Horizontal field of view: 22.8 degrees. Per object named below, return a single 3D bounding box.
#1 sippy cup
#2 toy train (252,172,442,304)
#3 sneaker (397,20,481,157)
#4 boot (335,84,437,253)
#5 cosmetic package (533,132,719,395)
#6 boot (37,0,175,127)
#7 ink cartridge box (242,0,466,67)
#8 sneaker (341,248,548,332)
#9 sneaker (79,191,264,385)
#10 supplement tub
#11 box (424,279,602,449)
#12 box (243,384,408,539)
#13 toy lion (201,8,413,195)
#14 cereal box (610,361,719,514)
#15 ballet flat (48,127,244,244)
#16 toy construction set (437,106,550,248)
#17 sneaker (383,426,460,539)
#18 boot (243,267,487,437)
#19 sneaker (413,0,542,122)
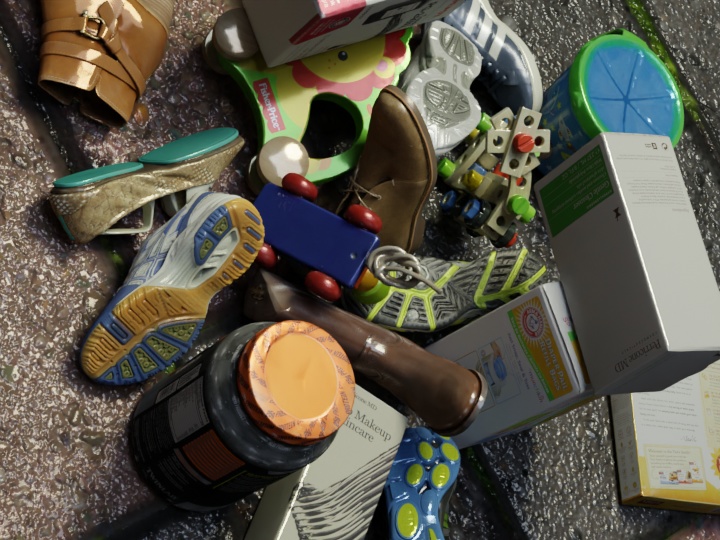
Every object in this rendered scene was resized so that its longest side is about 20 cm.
[{"bbox_3d":[0.236,-0.152,1.820,0.178,0.130,0.140,-35,93,-38],"label":"sippy cup"},{"bbox_3d":[0.000,0.000,1.564,0.200,0.116,0.085,27,80,25],"label":"toy train"},{"bbox_3d":[0.063,-0.151,1.715,0.078,0.099,0.200,34,35,-10],"label":"sneaker"},{"bbox_3d":[0.018,-0.077,1.620,0.075,0.200,0.074,-27,52,-27],"label":"boot"},{"bbox_3d":[0.232,-0.005,1.521,0.085,0.108,0.200,1,64,-33],"label":"cosmetic package"},{"bbox_3d":[-0.261,-0.228,1.569,0.200,0.074,0.155,26,63,-19],"label":"boot"},{"bbox_3d":[0.014,-0.262,1.585,0.200,0.145,0.084,-19,86,-24],"label":"ink cartridge box"},{"bbox_3d":[0.075,0.027,1.681,0.199,0.076,0.076,-2,74,-19],"label":"sneaker"},{"bbox_3d":[-0.168,0.015,1.528,0.200,0.088,0.075,-46,123,-13],"label":"sneaker"},{"bbox_3d":[-0.095,0.116,1.450,0.122,0.200,0.123,13,64,-29],"label":"supplement tub"},{"bbox_3d":[0.162,0.081,1.630,0.112,0.200,0.102,-12,77,-36],"label":"box"},{"bbox_3d":[-0.035,0.198,1.537,0.082,0.068,0.200,33,57,-18],"label":"box"},{"bbox_3d":[-0.036,-0.185,1.657,0.191,0.069,0.201,-17,86,-17],"label":"toy lion"},{"bbox_3d":[0.318,0.141,1.808,0.144,0.040,0.201,10,65,-30],"label":"cereal box"},{"bbox_3d":[-0.183,-0.071,1.568,0.200,0.070,0.065,-21,110,-34],"label":"ballet flat"},{"bbox_3d":[0.134,-0.096,1.707,0.092,0.200,0.131,35,88,-6],"label":"toy construction set"},{"bbox_3d":[0.048,0.224,1.583,0.071,0.083,0.200,7,51,-5],"label":"sneaker"},{"bbox_3d":[-0.003,0.066,1.556,0.200,0.186,0.064,31,84,-22],"label":"boot"},{"bbox_3d":[0.105,-0.229,1.809,0.084,0.075,0.200,-26,79,-33],"label":"sneaker"}]
